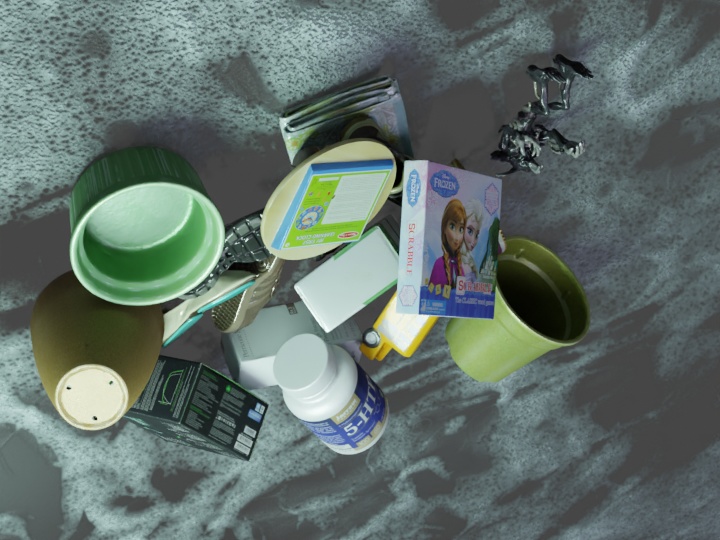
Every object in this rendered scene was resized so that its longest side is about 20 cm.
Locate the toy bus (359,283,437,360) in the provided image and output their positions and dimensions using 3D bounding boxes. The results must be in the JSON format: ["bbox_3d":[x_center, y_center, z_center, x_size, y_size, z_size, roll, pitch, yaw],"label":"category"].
[{"bbox_3d":[0.079,0.054,1.815,0.201,0.078,0.065,-57,173,26],"label":"toy bus"}]

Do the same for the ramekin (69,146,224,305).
[{"bbox_3d":[-0.280,-0.062,1.581,0.197,0.098,0.202,-12,134,-13],"label":"ramekin"}]

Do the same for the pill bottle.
[{"bbox_3d":[-0.046,0.178,1.805,0.119,0.121,0.200,-32,141,6],"label":"pill bottle"}]

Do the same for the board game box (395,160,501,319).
[{"bbox_3d":[0.124,-0.037,1.676,0.041,0.203,0.199,2,178,36],"label":"board game box"}]

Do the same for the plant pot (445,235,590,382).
[{"bbox_3d":[0.236,0.079,1.977,0.198,0.203,0.184,8,142,-35],"label":"plant pot"}]

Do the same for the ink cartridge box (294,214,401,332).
[{"bbox_3d":[0.000,0.000,1.738,0.146,0.084,0.200,-36,-178,11],"label":"ink cartridge box"}]

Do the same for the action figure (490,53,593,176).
[{"bbox_3d":[0.255,-0.198,1.741,0.117,0.102,0.202,-14,138,-33],"label":"action figure"}]

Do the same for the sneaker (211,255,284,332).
[{"bbox_3d":[-0.148,0.002,1.774,0.075,0.071,0.201,-13,144,-54],"label":"sneaker"}]

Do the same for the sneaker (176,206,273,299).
[{"bbox_3d":[-0.183,-0.042,1.683,0.198,0.080,0.076,-29,130,2],"label":"sneaker"}]

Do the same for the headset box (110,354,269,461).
[{"bbox_3d":[-0.268,0.195,1.807,0.174,0.198,0.094,39,64,-48],"label":"headset box"}]

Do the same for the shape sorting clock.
[{"bbox_3d":[-0.040,-0.090,1.559,0.198,0.039,0.202,-28,146,-21],"label":"shape sorting clock"}]

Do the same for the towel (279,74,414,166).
[{"bbox_3d":[-0.013,-0.164,1.672,0.169,0.049,0.201,-20,140,-4],"label":"towel"}]

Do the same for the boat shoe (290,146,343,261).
[{"bbox_3d":[-0.048,-0.096,1.643,0.071,0.076,0.201,-20,148,-12],"label":"boat shoe"}]

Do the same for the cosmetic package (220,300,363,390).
[{"bbox_3d":[-0.106,0.109,1.870,0.197,0.102,0.075,-10,137,-22],"label":"cosmetic package"}]

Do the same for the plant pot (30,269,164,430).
[{"bbox_3d":[-0.351,0.120,1.621,0.183,0.201,0.189,-3,114,-8],"label":"plant pot"}]

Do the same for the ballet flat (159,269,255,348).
[{"bbox_3d":[-0.235,0.039,1.741,0.199,0.070,0.069,-35,141,24],"label":"ballet flat"}]

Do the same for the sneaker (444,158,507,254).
[{"bbox_3d":[0.148,-0.080,1.834,0.089,0.075,0.201,-30,132,8],"label":"sneaker"}]

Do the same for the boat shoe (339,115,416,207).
[{"bbox_3d":[0.039,-0.127,1.649,0.073,0.065,0.200,-37,140,13],"label":"boat shoe"}]
